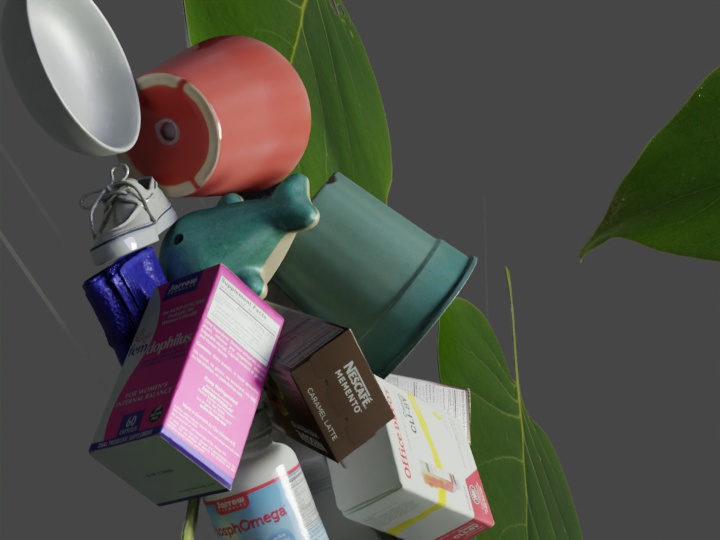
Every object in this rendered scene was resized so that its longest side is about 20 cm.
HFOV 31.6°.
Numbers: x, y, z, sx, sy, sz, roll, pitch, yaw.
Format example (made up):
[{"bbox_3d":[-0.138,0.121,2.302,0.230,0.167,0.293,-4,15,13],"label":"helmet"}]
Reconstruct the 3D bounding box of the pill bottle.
[{"bbox_3d":[-0.103,0.253,1.335,0.200,0.109,0.109,68,16,-1],"label":"pill bottle"}]

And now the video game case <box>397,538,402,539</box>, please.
[{"bbox_3d":[0.028,0.396,1.492,0.025,0.181,0.200,25,33,-14],"label":"video game case"}]

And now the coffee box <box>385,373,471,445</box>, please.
[{"bbox_3d":[0.026,0.185,1.597,0.200,0.113,0.080,13,60,-23],"label":"coffee box"}]

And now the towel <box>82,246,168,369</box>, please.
[{"bbox_3d":[-0.206,0.076,1.324,0.200,0.050,0.148,66,17,-10],"label":"towel"}]

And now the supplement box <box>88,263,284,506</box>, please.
[{"bbox_3d":[-0.162,0.108,1.217,0.103,0.101,0.200,45,43,-31],"label":"supplement box"}]

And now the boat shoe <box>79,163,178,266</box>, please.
[{"bbox_3d":[-0.246,-0.067,1.327,0.202,0.075,0.086,-63,131,-73],"label":"boat shoe"}]

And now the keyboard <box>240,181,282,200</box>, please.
[{"bbox_3d":[-0.126,-0.077,1.581,0.200,0.127,0.021,-45,131,-60],"label":"keyboard"}]

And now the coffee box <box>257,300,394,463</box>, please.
[{"bbox_3d":[-0.064,0.111,1.322,0.200,0.080,0.114,15,-44,59],"label":"coffee box"}]

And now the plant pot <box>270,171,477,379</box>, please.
[{"bbox_3d":[0.000,0.000,1.495,0.196,0.200,0.200,40,19,-2],"label":"plant pot"}]

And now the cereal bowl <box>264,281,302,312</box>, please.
[{"bbox_3d":[-0.059,0.018,1.626,0.200,0.083,0.200,18,41,-17],"label":"cereal bowl"}]

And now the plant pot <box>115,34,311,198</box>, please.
[{"bbox_3d":[-0.183,-0.170,1.478,0.177,0.200,0.201,-32,101,-63],"label":"plant pot"}]

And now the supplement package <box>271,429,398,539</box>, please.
[{"bbox_3d":[-0.049,0.256,1.483,0.200,0.120,0.121,59,19,-31],"label":"supplement package"}]

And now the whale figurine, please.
[{"bbox_3d":[-0.139,-0.034,1.395,0.104,0.200,0.159,33,30,-42],"label":"whale figurine"}]

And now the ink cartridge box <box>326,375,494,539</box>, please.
[{"bbox_3d":[0.051,0.220,1.430,0.200,0.083,0.145,32,34,-48],"label":"ink cartridge box"}]

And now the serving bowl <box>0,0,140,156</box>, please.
[{"bbox_3d":[-0.307,-0.204,1.309,0.200,0.066,0.200,57,20,-35],"label":"serving bowl"}]
